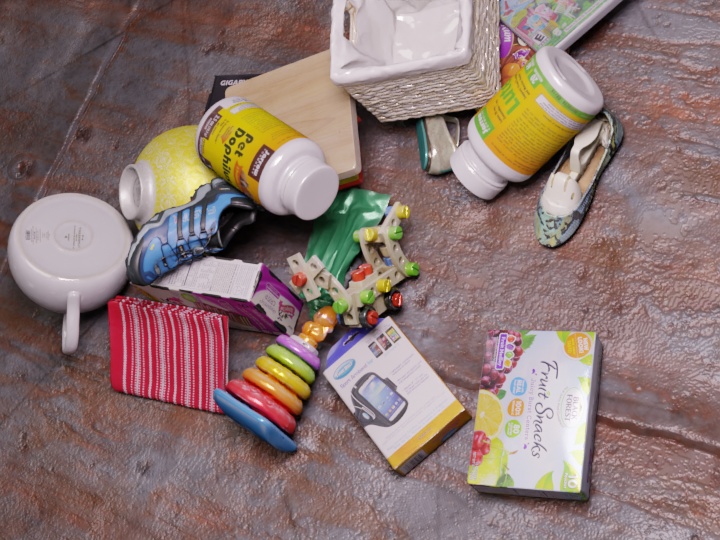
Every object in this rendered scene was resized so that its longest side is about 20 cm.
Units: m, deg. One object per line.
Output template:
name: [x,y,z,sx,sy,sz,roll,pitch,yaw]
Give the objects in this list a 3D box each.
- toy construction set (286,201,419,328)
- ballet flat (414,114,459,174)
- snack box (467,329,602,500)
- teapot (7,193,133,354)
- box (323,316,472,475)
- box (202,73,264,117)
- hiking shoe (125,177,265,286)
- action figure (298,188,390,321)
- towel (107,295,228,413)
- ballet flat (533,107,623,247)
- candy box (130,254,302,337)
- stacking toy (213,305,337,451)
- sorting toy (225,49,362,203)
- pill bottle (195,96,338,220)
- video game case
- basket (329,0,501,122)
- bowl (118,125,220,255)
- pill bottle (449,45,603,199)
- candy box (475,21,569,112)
toy construction set: [0.000,0.000,1.606,0.200,0.132,0.092,-25,20,-36]
ballet flat: [0.105,-0.223,1.730,0.062,0.067,0.201,-5,66,-9]
snack box: [0.216,0.175,1.495,0.142,0.053,0.201,0,68,22]
teapot: [-0.430,-0.004,1.810,0.197,0.146,0.200,36,50,12]
box: [0.040,0.154,1.591,0.119,0.041,0.200,-40,55,2]
box: [-0.150,-0.202,1.831,0.199,0.050,0.199,4,70,24]
hiking shoe: [-0.225,-0.048,1.621,0.087,0.074,0.200,28,63,39]
action figure: [-0.037,-0.020,1.692,0.118,0.055,0.200,7,66,26]
towel: [-0.272,0.118,1.713,0.199,0.022,0.145,8,104,27]
ballet flat: [0.278,-0.128,1.597,0.074,0.074,0.200,20,77,30]
candy box: [-0.199,0.031,1.694,0.199,0.136,0.061,8,69,27]
stacking toy: [-0.094,0.128,1.619,0.110,0.116,0.200,28,78,31]
sorting toy: [-0.087,-0.190,1.724,0.199,0.070,0.199,-16,63,23]
pill bottle: [-0.122,-0.146,1.618,0.200,0.109,0.109,35,84,34]
video game case: [0.277,-0.405,1.687,0.200,0.022,0.182,-41,58,0]
basket: [0.082,-0.325,1.639,0.199,0.161,0.199,-7,69,26]
bowl: [-0.283,-0.111,1.753,0.200,0.107,0.201,2,93,55]
pill bottle: [0.212,-0.188,1.598,0.200,0.111,0.111,-45,54,30]
candy box: [0.231,-0.309,1.707,0.116,0.056,0.201,1,69,23]
